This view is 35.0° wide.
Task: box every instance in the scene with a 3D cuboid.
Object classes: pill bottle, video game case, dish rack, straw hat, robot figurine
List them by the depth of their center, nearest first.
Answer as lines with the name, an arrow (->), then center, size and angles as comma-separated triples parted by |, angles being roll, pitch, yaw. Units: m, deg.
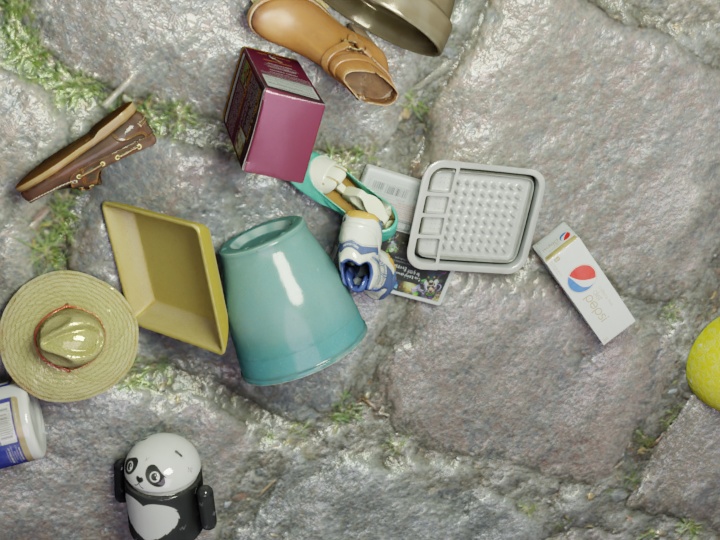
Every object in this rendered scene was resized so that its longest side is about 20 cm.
straw hat -> -0.407, 0.096, 1.605 | 0.197, 0.085, 0.205 | -1, 93, -18
pill bottle -> -0.566, 0.237, 1.652 | 0.196, 0.120, 0.122 | -13, 119, -7
dish rack -> 0.168, -0.084, 1.704 | 0.196, 0.044, 0.175 | 4, 114, -17
video game case -> 0.067, -0.051, 1.731 | 0.197, 0.023, 0.184 | 14, 111, -21
robot figurine -> -0.305, 0.352, 1.774 | 0.147, 0.125, 0.203 | -6, 118, -14

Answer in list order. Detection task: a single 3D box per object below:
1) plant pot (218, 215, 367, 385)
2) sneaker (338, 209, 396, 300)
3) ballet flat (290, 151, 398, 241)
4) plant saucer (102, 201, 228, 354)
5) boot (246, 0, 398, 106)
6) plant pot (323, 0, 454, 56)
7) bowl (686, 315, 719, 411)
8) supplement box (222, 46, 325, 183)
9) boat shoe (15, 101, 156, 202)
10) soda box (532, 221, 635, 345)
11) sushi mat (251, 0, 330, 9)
plant pot -> -0.113, 0.033, 1.638 | 0.197, 0.200, 0.191 | -22, 106, -3
sneaker -> 0.000, 0.000, 1.639 | 0.074, 0.089, 0.201 | 6, 151, 18
ballet flat -> -0.022, -0.116, 1.628 | 0.199, 0.070, 0.068 | 36, 64, -14
plant saucer -> -0.263, 0.000, 1.603 | 0.048, 0.197, 0.203 | -36, 129, -42
boot -> -0.045, -0.287, 1.492 | 0.197, 0.156, 0.074 | 9, 124, -26
plant pot -> 0.056, -0.402, 1.475 | 0.198, 0.200, 0.176 | 28, 89, -25
bowl -> 0.672, 0.174, 1.952 | 0.196, 0.108, 0.204 | -6, 117, -12
supplement box -> -0.117, -0.208, 1.501 | 0.084, 0.201, 0.112 | 11, 113, -20
boat shoe -> -0.369, -0.145, 1.541 | 0.198, 0.071, 0.071 | -32, 115, 3
soda box -> 0.357, 0.021, 1.819 | 0.068, 0.064, 0.201 | -37, 118, 6
sushi mat -> -0.122, -0.408, 1.508 | 0.095, 0.012, 0.201 | -33, 120, 3
